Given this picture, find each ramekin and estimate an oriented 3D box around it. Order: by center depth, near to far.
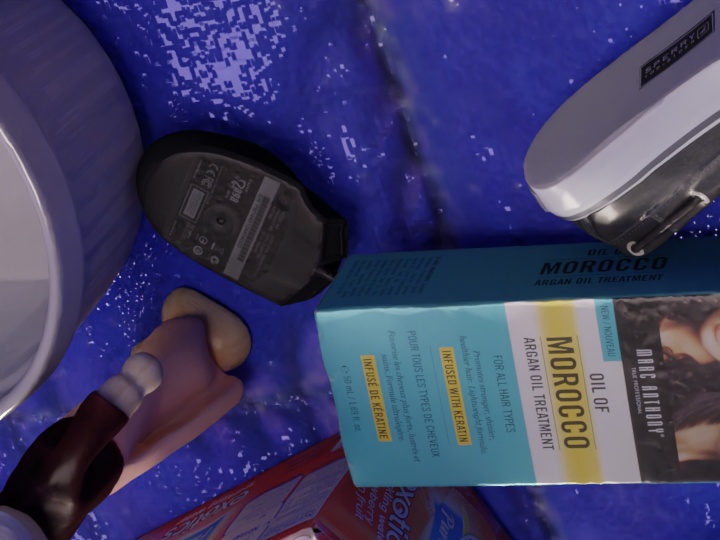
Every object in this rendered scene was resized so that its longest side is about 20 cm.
[{"bbox_3d":[-0.184,-0.040,0.912,0.199,0.105,0.201,12,122,21],"label":"ramekin"}]

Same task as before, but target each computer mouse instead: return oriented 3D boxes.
[{"bbox_3d":[0.000,0.000,0.892,0.200,0.034,0.059,30,121,1],"label":"computer mouse"}]

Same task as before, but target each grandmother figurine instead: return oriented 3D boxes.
[{"bbox_3d":[-0.111,0.078,0.882,0.060,0.200,0.121,32,128,7],"label":"grandmother figurine"}]

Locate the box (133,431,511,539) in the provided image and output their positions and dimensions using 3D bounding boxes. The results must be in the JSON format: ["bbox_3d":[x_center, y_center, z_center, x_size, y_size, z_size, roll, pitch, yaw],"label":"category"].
[{"bbox_3d":[-0.041,0.151,0.951,0.200,0.103,0.095,-30,101,36],"label":"box"}]

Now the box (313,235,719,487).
[{"bbox_3d":[0.089,0.036,0.833,0.199,0.049,0.083,-3,116,20],"label":"box"}]

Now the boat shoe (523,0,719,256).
[{"bbox_3d":[0.143,-0.069,0.758,0.057,0.069,0.200,37,132,-22],"label":"boat shoe"}]
